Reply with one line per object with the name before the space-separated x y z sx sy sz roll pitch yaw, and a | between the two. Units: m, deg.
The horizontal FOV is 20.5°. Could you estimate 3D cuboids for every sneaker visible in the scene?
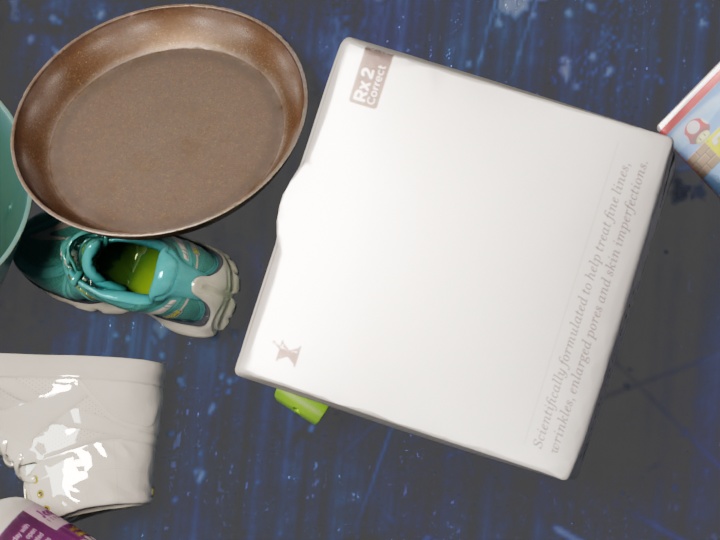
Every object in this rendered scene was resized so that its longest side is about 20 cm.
sneaker | -0.230 0.115 1.311 0.198 0.074 0.117 1 81 5
sneaker | -0.167 -0.010 1.321 0.199 0.079 0.078 11 85 41

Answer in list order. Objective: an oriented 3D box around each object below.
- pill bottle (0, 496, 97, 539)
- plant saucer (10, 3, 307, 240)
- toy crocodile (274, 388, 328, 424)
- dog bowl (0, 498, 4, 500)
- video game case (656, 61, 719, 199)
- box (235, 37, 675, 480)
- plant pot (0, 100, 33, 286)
pill bottle | -0.201 0.212 1.243 0.199 0.112 0.113 30 95 7
plant saucer | -0.130 -0.093 1.307 0.198 0.032 0.201 -6 51 7
toy crocodile | 0.000 0.000 1.245 0.067 0.062 0.201 18 86 9
dog bowl | -0.327 0.203 1.329 0.198 0.059 0.202 0 88 0
video game case | 0.280 -0.063 1.122 0.143 0.017 0.200 -46 62 14
box | 0.059 -0.002 1.136 0.199 0.131 0.200 18 89 11
plant pot | -0.328 -0.024 1.350 0.199 0.161 0.202 6 61 -11
